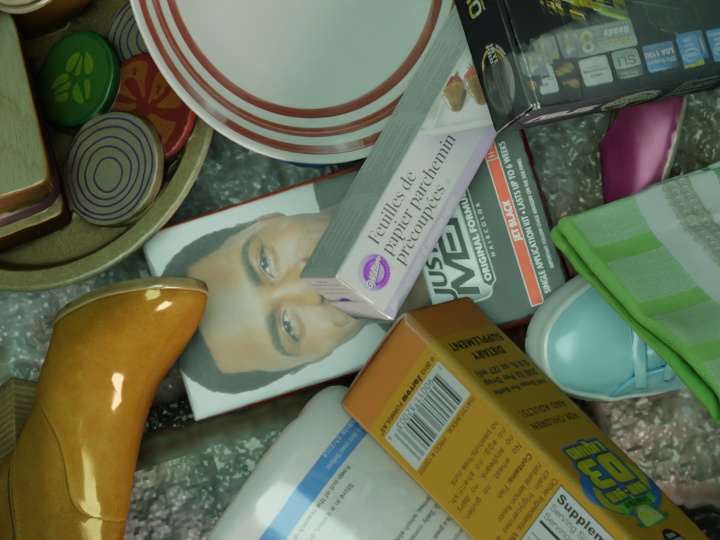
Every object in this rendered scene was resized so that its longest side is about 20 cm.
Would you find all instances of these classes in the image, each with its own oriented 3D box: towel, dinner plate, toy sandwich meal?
[{"bbox_3d":[0.210,-0.008,1.363,0.200,0.031,0.149,-19,47,-28],"label":"towel"},{"bbox_3d":[-0.026,-0.151,1.392,0.200,0.024,0.201,1,87,-28],"label":"dinner plate"},{"bbox_3d":[-0.171,-0.082,1.434,0.205,0.070,0.206,-6,70,18],"label":"toy sandwich meal"}]

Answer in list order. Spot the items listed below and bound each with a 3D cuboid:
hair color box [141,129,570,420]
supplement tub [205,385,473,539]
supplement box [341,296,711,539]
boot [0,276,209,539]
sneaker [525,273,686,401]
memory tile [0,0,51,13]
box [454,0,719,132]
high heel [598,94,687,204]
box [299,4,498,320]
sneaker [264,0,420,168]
[{"bbox_3d":[0.000,0.000,1.449,0.199,0.061,0.102,-18,89,5],"label":"hair color box"},{"bbox_3d":[0.028,0.162,1.409,0.200,0.132,0.132,37,92,5],"label":"supplement tub"},{"bbox_3d":[0.086,0.103,1.354,0.200,0.066,0.069,46,118,20],"label":"supplement box"},{"bbox_3d":[-0.125,0.099,1.396,0.071,0.201,0.144,7,62,-32],"label":"boot"},{"bbox_3d":[0.181,0.021,1.394,0.199,0.082,0.074,-12,94,-14],"label":"sneaker"},{"bbox_3d":[-0.244,-0.171,1.455,0.153,0.017,0.200,-38,60,0],"label":"memory tile"},{"bbox_3d":[0.135,-0.163,1.388,0.200,0.049,0.162,-12,82,-24],"label":"box"},{"bbox_3d":[0.116,-0.115,1.432,0.096,0.067,0.201,10,85,-5],"label":"high heel"},{"bbox_3d":[0.040,-0.069,1.389,0.039,0.041,0.200,36,72,-23],"label":"box"},{"bbox_3d":[-0.008,-0.147,1.455,0.083,0.071,0.200,15,80,-28],"label":"sneaker"}]
